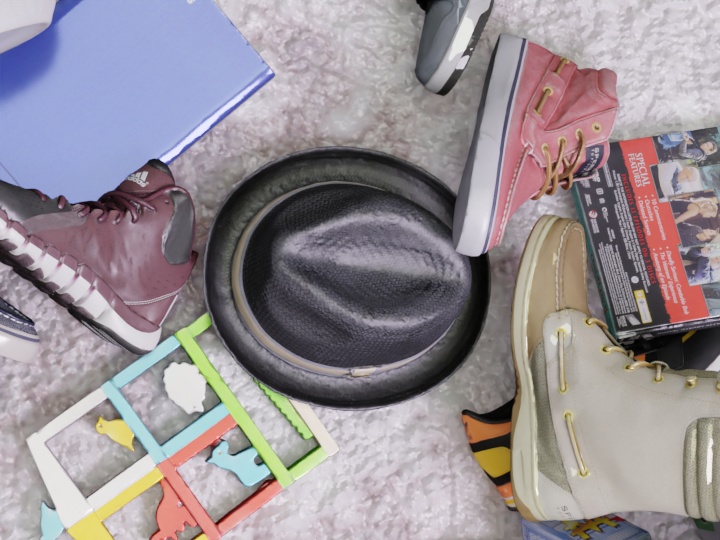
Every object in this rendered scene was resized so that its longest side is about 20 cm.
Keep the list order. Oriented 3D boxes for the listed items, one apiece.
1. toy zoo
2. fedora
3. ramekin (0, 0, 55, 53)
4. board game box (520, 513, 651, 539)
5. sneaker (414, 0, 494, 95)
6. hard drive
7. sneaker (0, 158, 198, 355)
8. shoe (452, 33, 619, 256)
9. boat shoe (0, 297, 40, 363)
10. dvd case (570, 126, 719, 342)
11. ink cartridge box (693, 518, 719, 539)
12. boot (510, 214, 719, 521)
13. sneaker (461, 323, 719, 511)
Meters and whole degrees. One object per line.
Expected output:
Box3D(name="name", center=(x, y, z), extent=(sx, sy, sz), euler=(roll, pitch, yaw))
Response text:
Box3D(name="toy zoo", center=(-0.132, 0.126, 1.394), extent=(0.200, 0.020, 0.131), euler=(-36, 92, -8))
Box3D(name="fedora", center=(0.000, 0.000, 1.372), extent=(0.200, 0.092, 0.201), euler=(2, 82, -15))
Box3D(name="ramekin", center=(-0.288, -0.174, 1.303), extent=(0.200, 0.200, 0.105), euler=(-22, 94, -8))
Box3D(name="board game box", center=(0.188, 0.240, 1.348), extent=(0.062, 0.200, 0.200), euler=(-15, 86, -46))
Box3D(name="sneaker", center=(0.035, -0.227, 1.405), extent=(0.121, 0.084, 0.200), euler=(17, 77, -12))
Box3D(name="hard drive", center=(-0.176, -0.118, 1.400), extent=(0.200, 0.025, 0.132), euler=(-41, 92, -8))
Box3D(name="sneaker", center=(-0.180, -0.041, 1.346), extent=(0.116, 0.076, 0.200), euler=(-55, 131, -11))
Box3D(name="shoe", center=(0.119, -0.078, 1.372), extent=(0.091, 0.071, 0.200), euler=(16, 44, -1))
Box3D(name="boat shoe", center=(-0.283, -0.023, 1.354), extent=(0.200, 0.075, 0.093), euler=(30, 89, -5))
Box3D(name="dvd case", center=(0.253, -0.032, 1.431), extent=(0.200, 0.022, 0.146), euler=(-10, 67, -7))
Box3D(name="ink cartridge box", center=(0.305, 0.207, 1.386), extent=(0.087, 0.145, 0.200), euler=(-25, 89, -10))
Box3D(name="boot", center=(0.176, 0.062, 1.323), extent=(0.155, 0.072, 0.200), euler=(-2, 82, 28))
Box3D(name="sneaker", center=(0.161, 0.075, 1.412), extent=(0.200, 0.070, 0.090), euler=(-36, 95, -6))
